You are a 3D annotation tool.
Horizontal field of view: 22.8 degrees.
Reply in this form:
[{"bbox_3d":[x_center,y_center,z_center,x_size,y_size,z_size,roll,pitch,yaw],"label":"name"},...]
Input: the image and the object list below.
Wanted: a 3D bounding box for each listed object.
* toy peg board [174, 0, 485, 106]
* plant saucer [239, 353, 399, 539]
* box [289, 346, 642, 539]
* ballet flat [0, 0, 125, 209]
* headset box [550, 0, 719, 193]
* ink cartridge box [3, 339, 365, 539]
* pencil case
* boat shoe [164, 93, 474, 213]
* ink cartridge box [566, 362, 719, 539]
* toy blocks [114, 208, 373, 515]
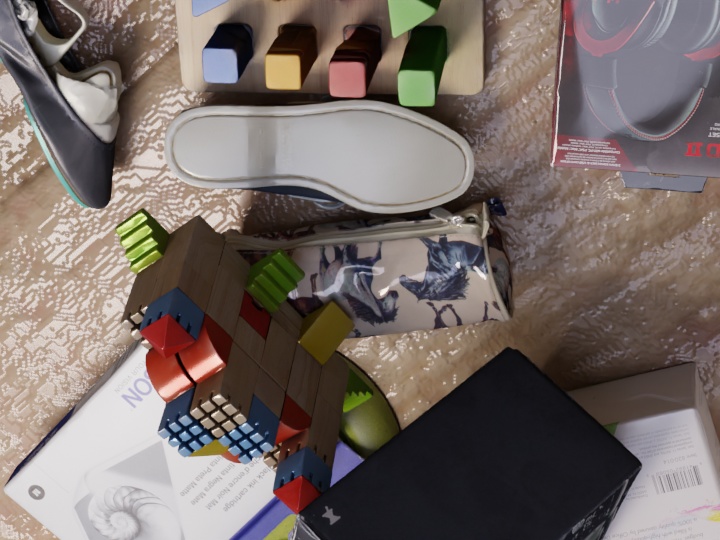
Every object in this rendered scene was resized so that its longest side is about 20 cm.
[{"bbox_3d":[-0.027,-0.192,1.085,0.198,0.098,0.201,1,115,8],"label":"toy peg board"},{"bbox_3d":[-0.069,0.139,1.286,0.199,0.031,0.201,4,116,8],"label":"plant saucer"},{"bbox_3d":[0.053,0.189,1.150,0.124,0.200,0.197,41,146,21],"label":"box"},{"bbox_3d":[-0.197,-0.134,1.156,0.073,0.073,0.201,-23,108,18],"label":"ballet flat"},{"bbox_3d":[0.194,-0.143,1.086,0.148,0.075,0.201,5,116,6],"label":"headset box"},{"bbox_3d":[-0.118,0.151,1.260,0.200,0.041,0.200,40,115,-10],"label":"ink cartridge box"},{"bbox_3d":[0.000,0.000,1.182,0.199,0.078,0.090,-6,123,12],"label":"pencil case"},{"bbox_3d":[-0.027,-0.075,1.158,0.199,0.062,0.075,-1,99,0],"label":"boat shoe"},{"bbox_3d":[0.203,0.176,1.240,0.116,0.067,0.201,-14,111,15],"label":"ink cartridge box"},{"bbox_3d":[-0.079,0.066,1.106,0.100,0.137,0.200,-31,117,26],"label":"toy blocks"}]
